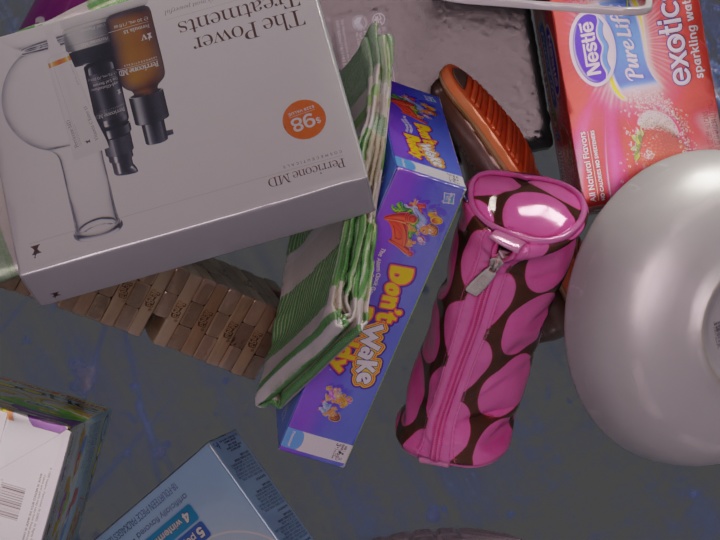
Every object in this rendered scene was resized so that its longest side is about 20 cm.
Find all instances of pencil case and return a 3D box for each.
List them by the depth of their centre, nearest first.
[{"bbox_3d":[0.076,0.036,1.210,0.090,0.094,0.201,14,124,2],"label":"pencil case"}]

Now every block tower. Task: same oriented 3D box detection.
[{"bbox_3d":[-0.135,0.009,1.216,0.199,0.058,0.054,22,106,-34],"label":"block tower"}]

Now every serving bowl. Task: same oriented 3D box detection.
[{"bbox_3d":[0.225,0.028,1.187,0.198,0.066,0.202,-5,101,-25],"label":"serving bowl"}]

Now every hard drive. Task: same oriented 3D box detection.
[{"bbox_3d":[0.020,-0.134,1.288,0.198,0.033,0.141,-10,88,-1],"label":"hard drive"}]

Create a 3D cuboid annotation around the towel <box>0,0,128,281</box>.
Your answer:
[{"bbox_3d":[-0.164,-0.090,1.145,0.199,0.023,0.153,-23,68,-5],"label":"towel"}]

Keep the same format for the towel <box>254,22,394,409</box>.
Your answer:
[{"bbox_3d":[-0.022,-0.030,1.159,0.023,0.153,0.202,14,62,-16],"label":"towel"}]

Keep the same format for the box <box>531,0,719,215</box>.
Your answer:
[{"bbox_3d":[0.170,-0.141,1.260,0.099,0.095,0.202,-9,88,0],"label":"box"}]

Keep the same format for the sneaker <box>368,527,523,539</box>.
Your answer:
[{"bbox_3d":[0.021,0.234,1.264,0.198,0.078,0.113,-9,92,9],"label":"sneaker"}]

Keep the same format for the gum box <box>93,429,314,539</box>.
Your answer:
[{"bbox_3d":[-0.086,0.233,1.227,0.170,0.044,0.201,-41,81,22],"label":"gum box"}]

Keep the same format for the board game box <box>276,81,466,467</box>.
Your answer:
[{"bbox_3d":[0.000,0.000,1.194,0.044,0.135,0.201,17,116,-13],"label":"board game box"}]

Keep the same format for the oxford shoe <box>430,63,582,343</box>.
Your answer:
[{"bbox_3d":[0.088,-0.038,1.253,0.072,0.071,0.201,-25,105,17],"label":"oxford shoe"}]

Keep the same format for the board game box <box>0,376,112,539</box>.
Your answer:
[{"bbox_3d":[-0.226,0.126,1.191,0.102,0.200,0.106,16,89,0],"label":"board game box"}]

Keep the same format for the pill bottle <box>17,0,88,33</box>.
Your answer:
[{"bbox_3d":[-0.185,-0.102,1.244,0.112,0.112,0.201,28,88,0],"label":"pill bottle"}]

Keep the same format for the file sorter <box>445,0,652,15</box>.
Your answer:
[{"bbox_3d":[0.115,-0.255,1.128,0.137,0.125,0.202,5,108,8],"label":"file sorter"}]

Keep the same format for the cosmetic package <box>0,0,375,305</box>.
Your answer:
[{"bbox_3d":[-0.106,-0.081,1.089,0.198,0.052,0.152,-16,69,0],"label":"cosmetic package"}]
